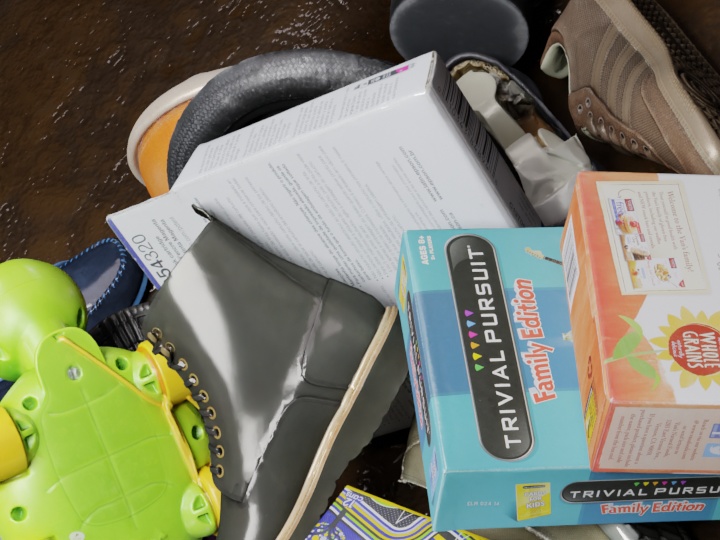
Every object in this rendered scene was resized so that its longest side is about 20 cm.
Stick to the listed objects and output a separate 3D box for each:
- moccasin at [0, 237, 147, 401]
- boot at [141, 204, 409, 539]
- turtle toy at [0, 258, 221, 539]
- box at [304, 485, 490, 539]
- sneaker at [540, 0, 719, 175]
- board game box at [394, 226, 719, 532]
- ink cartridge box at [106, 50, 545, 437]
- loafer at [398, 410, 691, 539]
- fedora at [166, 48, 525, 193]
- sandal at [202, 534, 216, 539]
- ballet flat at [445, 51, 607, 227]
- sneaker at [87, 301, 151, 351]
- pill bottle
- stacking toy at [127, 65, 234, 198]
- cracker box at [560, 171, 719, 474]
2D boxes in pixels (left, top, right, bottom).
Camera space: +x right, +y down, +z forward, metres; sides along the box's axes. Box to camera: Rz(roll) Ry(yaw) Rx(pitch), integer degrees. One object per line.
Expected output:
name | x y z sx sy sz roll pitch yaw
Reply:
moccasin | -0.224 0.050 1.328 0.200 0.068 0.080 -44 41 1
boot | -0.073 0.081 1.052 0.201 0.138 0.077 -59 2 -5
turtle toy | -0.151 0.088 1.106 0.145 0.201 0.101 -22 3 -22
box | 0.059 0.174 0.968 0.199 0.065 0.070 17 52 35
sneaker | 0.160 -0.088 1.143 0.076 0.070 0.201 -51 34 22
board game box | 0.124 0.047 0.980 0.198 0.047 0.152 -1 47 -8
ink cartridge box | 0.000 0.000 1.089 0.199 0.197 0.043 -18 34 26
loafer | 0.090 0.123 1.022 0.200 0.075 0.070 36 99 48
fedora | -0.004 -0.058 1.131 0.200 0.201 0.092 -23 31 24
sandal | -0.082 0.117 1.173 0.082 0.050 0.203 -31 43 16
ballet flat | 0.093 -0.062 1.160 0.073 0.073 0.200 -38 42 8
sneaker | -0.151 0.074 1.229 0.199 0.104 0.060 -31 80 18
pill bottle | 0.068 -0.221 1.274 0.111 0.112 0.201 -16 50 29
stacking toy | -0.055 -0.008 1.215 0.145 0.146 0.201 -24 61 23
cracker box | 0.198 0.024 0.937 0.198 0.058 0.135 1 50 -5
